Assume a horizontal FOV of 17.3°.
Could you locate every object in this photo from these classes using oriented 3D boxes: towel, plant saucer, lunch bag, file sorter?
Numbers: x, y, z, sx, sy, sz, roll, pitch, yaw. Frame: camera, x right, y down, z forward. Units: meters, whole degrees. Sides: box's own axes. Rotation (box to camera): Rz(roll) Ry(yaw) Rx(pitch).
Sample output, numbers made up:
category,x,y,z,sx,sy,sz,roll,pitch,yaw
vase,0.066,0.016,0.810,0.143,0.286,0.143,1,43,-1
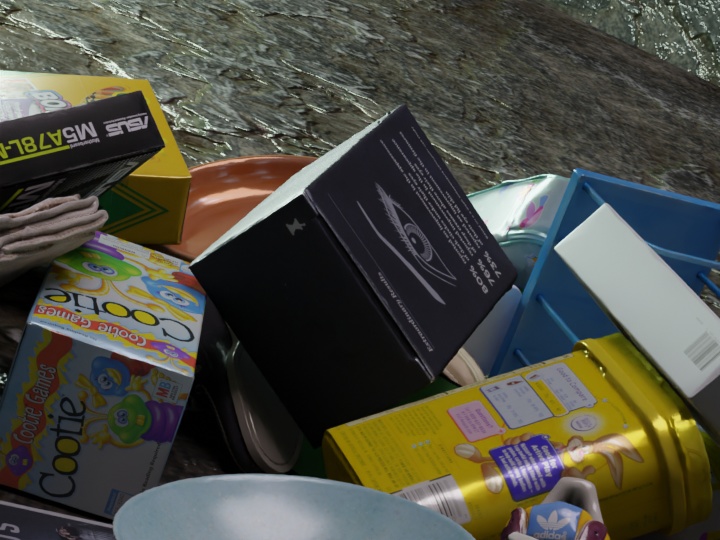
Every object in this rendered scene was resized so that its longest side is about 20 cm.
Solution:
category,x,y,z,sx,sy,sz,roll,pitch,yaw
towel,-0.255,0.007,1.399,0.035,0.199,0.132,65,26,2
plant saucer,-0.065,-0.030,1.730,0.199,0.038,0.200,0,25,0
lunch bag,0.154,0.003,1.871,0.160,0.077,0.200,39,-24,-21
file sorter,0.201,0.052,1.731,0.138,0.201,0.123,12,20,-25
plant saucer,-0.035,0.160,1.261,0.200,0.039,0.201,7,14,-2

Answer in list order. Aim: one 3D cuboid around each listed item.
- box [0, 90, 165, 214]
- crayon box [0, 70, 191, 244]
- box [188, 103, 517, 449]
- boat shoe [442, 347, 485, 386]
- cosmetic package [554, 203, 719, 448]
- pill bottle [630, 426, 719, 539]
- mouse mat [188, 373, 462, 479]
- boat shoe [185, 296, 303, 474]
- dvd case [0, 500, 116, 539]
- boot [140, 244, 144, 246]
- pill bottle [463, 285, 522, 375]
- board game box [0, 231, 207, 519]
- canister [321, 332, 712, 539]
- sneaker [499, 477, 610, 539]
category,x,y,z,sx,sy,sz,roll,pitch,yaw
box,-0.249,-0.037,1.452,0.193,0.200,0.048,-15,78,-42
crayon box,-0.223,-0.085,1.687,0.172,0.059,0.200,1,24,-16
box,0.000,0.000,1.542,0.148,0.104,0.200,56,28,-5
boat shoe,0.000,0.063,1.696,0.200,0.072,0.065,29,29,29
cosmetic package,0.216,0.061,1.495,0.151,0.052,0.200,46,5,-34
pill bottle,0.228,0.158,1.589,0.104,0.105,0.200,32,19,35
mouse mat,-0.043,0.073,1.612,0.200,0.008,0.161,30,41,32
boat shoe,-0.090,0.074,1.565,0.073,0.063,0.200,42,20,-38
dvd case,-0.155,0.169,1.240,0.199,0.025,0.150,15,17,-19
boot,-0.237,-0.043,1.751,0.199,0.074,0.075,0,19,-43
pill bottle,0.023,0.005,1.821,0.200,0.112,0.111,30,19,30
board game box,-0.158,0.060,1.444,0.103,0.105,0.200,19,17,-6
canister,0.091,0.122,1.429,0.199,0.087,0.149,-16,30,-12
sneaker,0.090,0.171,1.241,0.075,0.091,0.200,10,14,8
